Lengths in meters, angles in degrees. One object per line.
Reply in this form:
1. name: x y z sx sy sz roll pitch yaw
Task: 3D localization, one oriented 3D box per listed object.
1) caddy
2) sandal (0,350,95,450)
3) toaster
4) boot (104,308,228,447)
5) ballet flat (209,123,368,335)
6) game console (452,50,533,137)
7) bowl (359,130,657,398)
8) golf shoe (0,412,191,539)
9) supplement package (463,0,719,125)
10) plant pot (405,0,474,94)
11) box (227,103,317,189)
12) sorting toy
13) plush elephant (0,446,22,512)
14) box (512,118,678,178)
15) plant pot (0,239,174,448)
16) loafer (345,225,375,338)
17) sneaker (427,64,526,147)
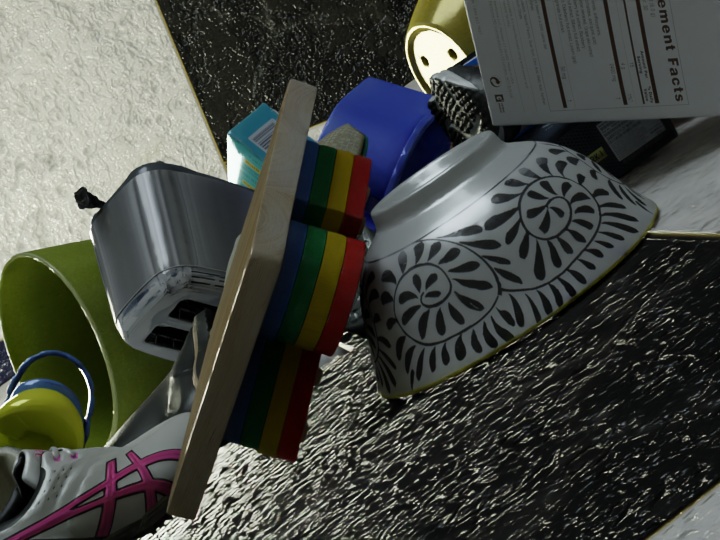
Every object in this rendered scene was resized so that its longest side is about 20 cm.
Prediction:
1. caddy: 0.026 -0.078 1.422 0.200 0.105 0.142 -51 -20 -62
2. sandal: -0.229 0.129 1.204 0.087 0.079 0.200 -82 16 -44
3. toaster: -0.133 -0.001 1.375 0.114 0.200 0.130 -44 47 30
4. boot: -0.143 0.105 1.239 0.138 0.078 0.200 -39 6 3
5. ballet flat: -0.052 -0.028 1.206 0.067 0.062 0.201 -18 48 60
6. game console: 0.183 -0.183 1.450 0.200 0.171 0.119 -33 34 16
7. bowl: 0.067 -0.021 1.003 0.200 0.094 0.201 -34 7 5
8. golf shoe: -0.168 0.138 1.058 0.073 0.092 0.200 -29 8 46
9. supplement package: 0.183 -0.172 1.076 0.199 0.120 0.121 0 28 32
10. plant pot: 0.125 -0.216 1.547 0.142 0.200 0.200 -38 8 -24
11. box: -0.074 -0.053 1.511 0.049 0.082 0.200 -42 -23 -27
12. sorting toy: -0.047 0.022 1.029 0.199 0.069 0.200 -82 11 -55
13. plush elephant: -0.295 0.168 1.104 0.164 0.156 0.200 10 2 12
14. box: 0.114 -0.060 1.200 0.200 0.051 0.158 -35 6 -1
15. plant pot: -0.188 0.043 1.509 0.200 0.188 0.187 -23 -1 -35
16. loafer: 0.000 0.000 1.239 0.075 0.069 0.200 -61 22 10
17. sneaker: 0.097 -0.128 1.240 0.080 0.074 0.200 -33 4 1
